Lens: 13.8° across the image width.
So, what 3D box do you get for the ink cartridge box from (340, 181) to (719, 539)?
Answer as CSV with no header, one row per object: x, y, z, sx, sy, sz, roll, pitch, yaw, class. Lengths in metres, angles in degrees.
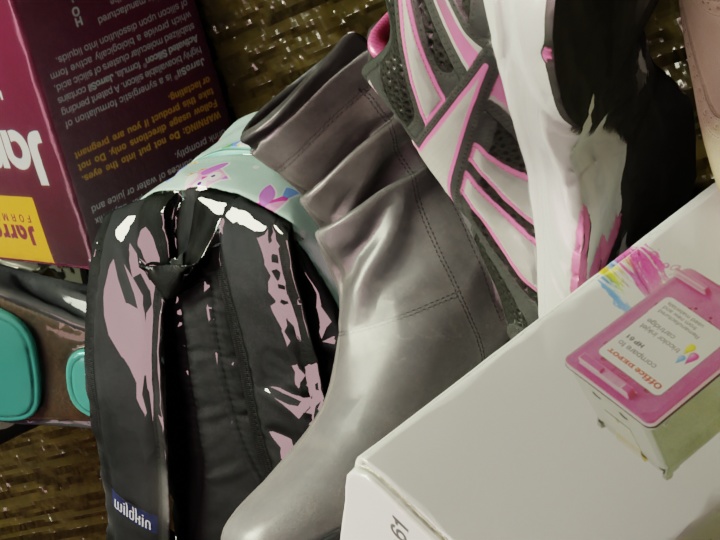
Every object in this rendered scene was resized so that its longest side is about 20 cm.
0.091,0.063,0.896,0.085,0.200,0.145,44,155,23,ink cartridge box

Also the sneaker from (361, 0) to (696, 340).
0.046,-0.051,0.900,0.086,0.080,0.200,22,143,27,sneaker

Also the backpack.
-0.017,0.039,1.101,0.167,0.127,0.200,2,118,35,backpack

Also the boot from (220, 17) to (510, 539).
0.000,0.000,0.985,0.132,0.200,0.070,50,163,-14,boot

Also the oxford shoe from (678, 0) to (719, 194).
0.105,-0.100,0.833,0.071,0.074,0.200,-9,85,39,oxford shoe

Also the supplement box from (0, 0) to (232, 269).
-0.133,-0.109,1.181,0.110,0.086,0.200,5,117,50,supplement box

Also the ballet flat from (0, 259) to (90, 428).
-0.120,0.029,1.225,0.200,0.073,0.073,11,126,12,ballet flat

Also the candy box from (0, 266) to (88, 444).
-0.214,0.026,1.273,0.061,0.200,0.136,-9,104,56,candy box
